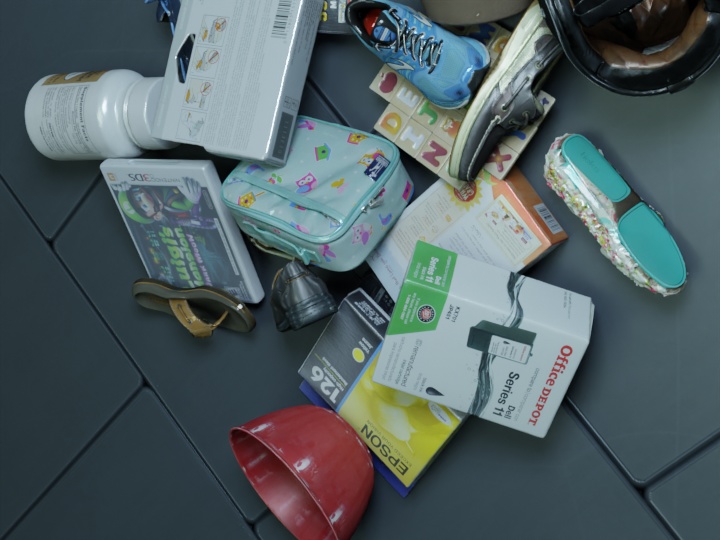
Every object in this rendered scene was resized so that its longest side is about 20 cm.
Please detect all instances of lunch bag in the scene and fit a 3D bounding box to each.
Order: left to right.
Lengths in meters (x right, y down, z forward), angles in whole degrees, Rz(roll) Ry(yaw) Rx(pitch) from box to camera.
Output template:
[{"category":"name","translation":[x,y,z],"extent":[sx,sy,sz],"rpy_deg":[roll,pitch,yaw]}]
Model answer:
[{"category":"lunch bag","translation":[-0.050,-0.088,1.236],"extent":[0.200,0.160,0.077],"rpy_deg":[22,151,36]}]

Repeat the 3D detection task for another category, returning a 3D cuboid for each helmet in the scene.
[{"category":"helmet","translation":[0.250,-0.274,1.001],"extent":[0.199,0.191,0.200],"rpy_deg":[3,135,3]}]

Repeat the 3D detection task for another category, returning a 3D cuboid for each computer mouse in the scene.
[{"category":"computer mouse","translation":[0.000,0.000,1.318],"extent":[0.200,0.034,0.059],"rpy_deg":[50,133,19]}]

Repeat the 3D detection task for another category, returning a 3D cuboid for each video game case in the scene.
[{"category":"video game case","translation":[-0.225,-0.050,1.394],"extent":[0.181,0.023,0.201],"rpy_deg":[5,128,35]}]

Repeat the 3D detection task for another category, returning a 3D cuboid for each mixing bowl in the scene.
[{"category":"mixing bowl","translation":[-0.055,0.237,1.334],"extent":[0.200,0.108,0.200],"rpy_deg":[40,154,24]}]

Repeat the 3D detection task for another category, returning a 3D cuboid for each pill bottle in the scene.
[{"category":"pill bottle","translation":[-0.322,-0.199,1.415],"extent":[0.199,0.114,0.115],"rpy_deg":[3,103,31]}]

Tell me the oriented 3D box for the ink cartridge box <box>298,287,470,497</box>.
[{"category":"ink cartridge box","translation":[0.017,0.156,1.310],"extent":[0.198,0.047,0.200],"rpy_deg":[44,129,16]}]

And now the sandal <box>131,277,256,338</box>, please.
[{"category":"sandal","translation":[-0.221,0.055,1.424],"extent":[0.199,0.055,0.082],"rpy_deg":[12,149,26]}]

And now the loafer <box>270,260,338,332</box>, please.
[{"category":"loafer","translation":[-0.072,0.028,1.291],"extent":[0.073,0.073,0.200],"rpy_deg":[66,166,0]}]

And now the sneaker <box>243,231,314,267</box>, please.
[{"category":"sneaker","translation":[-0.111,-0.063,1.326],"extent":[0.200,0.075,0.071],"rpy_deg":[27,119,35]}]

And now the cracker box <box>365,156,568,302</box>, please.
[{"category":"cracker box","translation":[0.111,-0.029,1.222],"extent":[0.200,0.058,0.134],"rpy_deg":[-40,78,31]}]

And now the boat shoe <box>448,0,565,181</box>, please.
[{"category":"boat shoe","translation":[0.154,-0.173,1.101],"extent":[0.065,0.073,0.200],"rpy_deg":[30,102,13]}]

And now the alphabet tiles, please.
[{"category":"alphabet tiles","translation":[0.105,-0.189,1.178],"extent":[0.200,0.006,0.167],"rpy_deg":[40,102,28]}]

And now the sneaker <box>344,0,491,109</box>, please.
[{"category":"sneaker","translation":[0.050,-0.229,1.141],"extent":[0.200,0.090,0.079],"rpy_deg":[38,107,42]}]

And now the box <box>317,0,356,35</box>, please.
[{"category":"box","translation":[-0.051,-0.373,1.247],"extent":[0.158,0.048,0.201],"rpy_deg":[12,107,29]}]

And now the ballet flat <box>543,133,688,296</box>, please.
[{"category":"ballet flat","translation":[0.258,-0.053,1.131],"extent":[0.200,0.075,0.064],"rpy_deg":[57,153,13]}]

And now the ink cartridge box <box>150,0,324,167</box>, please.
[{"category":"ink cartridge box","translation":[-0.141,-0.229,1.250],"extent":[0.173,0.044,0.201],"rpy_deg":[14,90,33]}]

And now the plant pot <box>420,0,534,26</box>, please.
[{"category":"plant pot","translation":[0.110,-0.344,1.092],"extent":[0.200,0.200,0.175],"rpy_deg":[6,124,30]}]

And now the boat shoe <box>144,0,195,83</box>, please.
[{"category":"boat shoe","translation":[-0.223,-0.316,1.344],"extent":[0.068,0.084,0.201],"rpy_deg":[-16,91,22]}]

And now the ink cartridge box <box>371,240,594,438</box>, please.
[{"category":"ink cartridge box","translation":[0.129,0.074,1.167],"extent":[0.199,0.083,0.147],"rpy_deg":[18,124,2]}]
